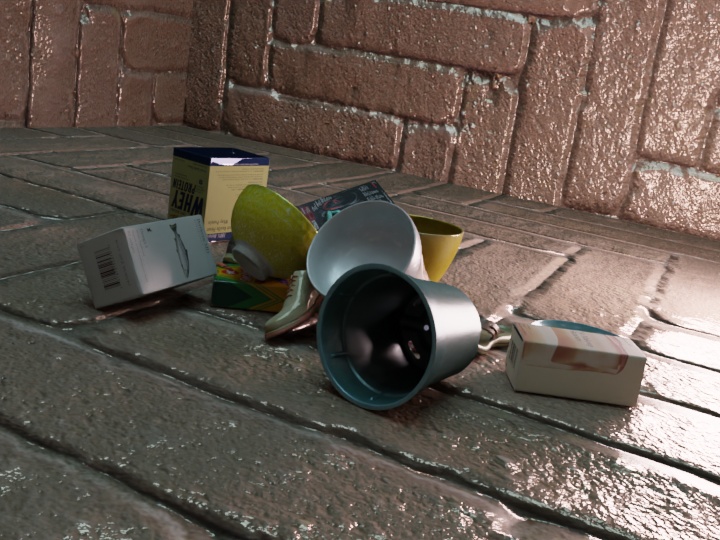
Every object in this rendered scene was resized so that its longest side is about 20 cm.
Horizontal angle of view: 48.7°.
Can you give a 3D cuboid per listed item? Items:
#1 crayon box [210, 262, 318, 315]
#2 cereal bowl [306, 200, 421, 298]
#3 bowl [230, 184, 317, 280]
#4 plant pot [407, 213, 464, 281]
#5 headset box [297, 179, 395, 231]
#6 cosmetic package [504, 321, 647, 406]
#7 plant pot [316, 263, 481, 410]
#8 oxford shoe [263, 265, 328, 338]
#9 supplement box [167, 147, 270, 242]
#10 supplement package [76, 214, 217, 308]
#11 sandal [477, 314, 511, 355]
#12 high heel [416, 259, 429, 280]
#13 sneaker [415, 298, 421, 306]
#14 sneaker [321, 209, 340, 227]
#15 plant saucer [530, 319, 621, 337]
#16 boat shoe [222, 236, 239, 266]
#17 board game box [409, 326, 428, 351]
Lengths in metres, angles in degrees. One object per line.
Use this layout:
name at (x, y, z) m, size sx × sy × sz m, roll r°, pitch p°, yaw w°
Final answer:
crayon box at (-0.176, 0.034, 1.489) m, size 0.198 × 0.051 × 0.127 m, roll 7°, pitch 14°, yaw -10°
cereal bowl at (0.013, -0.013, 1.326) m, size 0.199 × 0.201 × 0.083 m, roll 19°, pitch -23°, yaw 35°
bowl at (-0.169, -0.048, 1.440) m, size 0.199 × 0.201 × 0.108 m, roll 22°, pitch 61°, yaw 40°
plant pot at (0.116, -0.034, 1.734) m, size 0.198 × 0.143 × 0.200 m, roll 8°, pitch 15°, yaw -2°
headset box at (-0.034, -0.099, 1.621) m, size 0.199 × 0.076 × 0.149 m, roll -19°, pitch 30°, yaw -8°
cosmetic package at (0.344, 0.150, 1.286) m, size 0.198 × 0.088 × 0.103 m, roll 8°, pitch 14°, yaw -3°
plant pot at (0.072, 0.094, 1.174) m, size 0.199 × 0.202 × 0.195 m, roll 19°, pitch 9°, yaw 33°
oxford shoe at (-0.109, 0.044, 1.353) m, size 0.070 × 0.074 × 0.200 m, roll -21°, pitch 16°, yaw 40°
supplement box at (-0.343, -0.186, 1.919) m, size 0.134 × 0.202 × 0.199 m, roll 19°, pitch 18°, yaw 34°
supplement package at (-0.364, -0.019, 1.377) m, size 0.117 × 0.118 × 0.200 m, roll -16°, pitch 3°, yaw 29°
sandal at (0.217, 0.106, 1.424) m, size 0.079 × 0.058 × 0.200 m, roll 24°, pitch 17°, yaw 32°
high heel at (0.087, 0.003, 1.546) m, size 0.200 × 0.071 × 0.143 m, roll 48°, pitch -11°, yaw -5°
sneaker at (0.065, 0.065, 1.490) m, size 0.111 × 0.073 × 0.200 m, roll 29°, pitch -12°, yaw -15°
sneaker at (-0.020, -0.051, 1.449) m, size 0.077 × 0.092 × 0.200 m, roll -7°, pitch 26°, yaw -36°
plant saucer at (0.413, 0.138, 1.492) m, size 0.198 × 0.028 × 0.200 m, roll 9°, pitch 15°, yaw -2°
boat shoe at (-0.179, -0.021, 1.599) m, size 0.199 × 0.065 × 0.073 m, roll 15°, pitch -5°, yaw -37°
board game box at (0.048, 0.113, 1.383) m, size 0.198 × 0.020 × 0.103 m, roll 5°, pitch 13°, yaw -15°
